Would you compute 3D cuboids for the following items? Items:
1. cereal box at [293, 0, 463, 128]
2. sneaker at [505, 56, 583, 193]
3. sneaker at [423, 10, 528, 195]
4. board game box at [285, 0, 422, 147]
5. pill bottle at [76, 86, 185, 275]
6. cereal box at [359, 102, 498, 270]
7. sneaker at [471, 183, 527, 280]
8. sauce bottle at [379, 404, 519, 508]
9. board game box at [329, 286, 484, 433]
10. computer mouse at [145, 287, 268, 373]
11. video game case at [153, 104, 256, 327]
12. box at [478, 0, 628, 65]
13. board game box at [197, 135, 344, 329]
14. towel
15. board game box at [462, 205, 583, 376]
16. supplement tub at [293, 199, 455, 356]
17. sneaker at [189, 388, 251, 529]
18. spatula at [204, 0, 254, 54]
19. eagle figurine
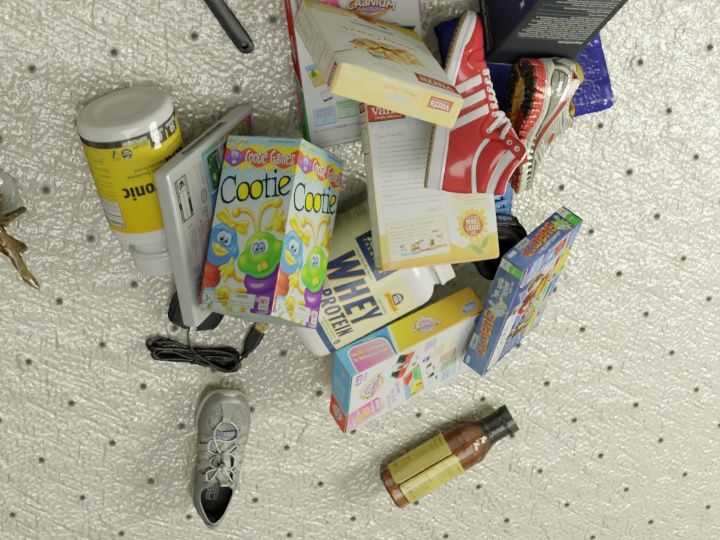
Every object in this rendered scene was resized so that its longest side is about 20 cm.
[{"bbox_3d":[0.016,-0.224,1.550,0.143,0.200,0.040,13,115,-22],"label":"cereal box"},{"bbox_3d":[0.208,-0.163,1.679,0.082,0.078,0.200,-11,146,-18],"label":"sneaker"},{"bbox_3d":[0.141,-0.181,1.610,0.112,0.071,0.201,11,96,4],"label":"sneaker"},{"bbox_3d":[-0.002,-0.251,1.681,0.152,0.040,0.201,-12,121,-9],"label":"board game box"},{"bbox_3d":[-0.246,-0.099,1.667,0.111,0.111,0.201,-16,122,-6],"label":"pill bottle"},{"bbox_3d":[0.079,-0.107,1.673,0.143,0.040,0.201,-6,93,-13],"label":"cereal box"},{"bbox_3d":[0.166,-0.085,1.786,0.076,0.111,0.201,-2,119,-14],"label":"sneaker"},{"bbox_3d":[0.124,0.252,1.991,0.199,0.066,0.066,-29,122,3],"label":"sauce bottle"},{"bbox_3d":[0.058,0.115,1.842,0.199,0.040,0.153,-25,151,-20],"label":"board game box"},{"bbox_3d":[-0.173,0.047,1.806,0.140,0.046,0.201,15,113,-21],"label":"computer mouse"},{"bbox_3d":[-0.166,-0.065,1.686,0.024,0.182,0.201,10,124,26],"label":"video game case"},{"bbox_3d":[0.210,-0.330,1.586,0.104,0.149,0.200,0,160,-17],"label":"box"},{"bbox_3d":[-0.100,-0.043,1.662,0.105,0.103,0.201,21,76,-59],"label":"board game box"},{"bbox_3d":[0.195,-0.245,1.736,0.199,0.050,0.149,-14,100,-7],"label":"towel"},{"bbox_3d":[0.202,0.027,1.823,0.135,0.034,0.201,-37,155,-39],"label":"board game box"},{"bbox_3d":[0.000,0.000,1.769,0.199,0.145,0.145,-28,122,2],"label":"supplement tub"},{"bbox_3d":[-0.177,0.246,1.895,0.074,0.082,0.201,0,118,-15],"label":"sneaker"},{"bbox_3d":[-0.178,-0.317,1.614,0.056,0.021,0.200,-28,125,16],"label":"spatula"},{"bbox_3d":[-0.484,-0.027,1.653,0.199,0.151,0.153,-16,82,28],"label":"eagle figurine"}]
